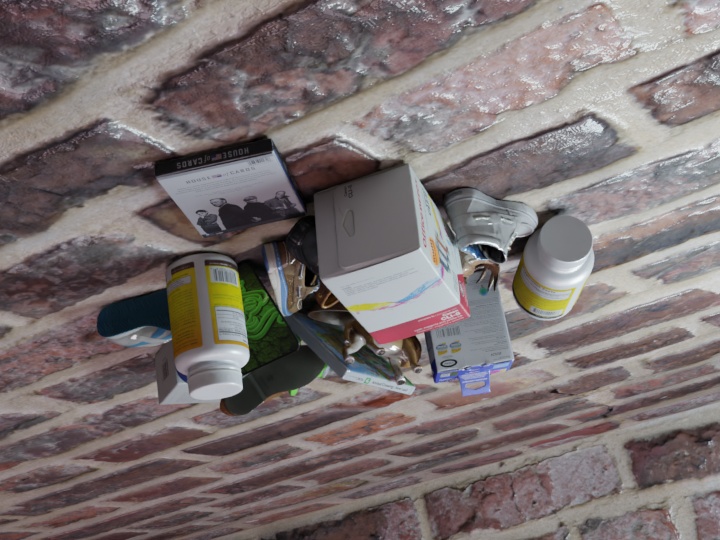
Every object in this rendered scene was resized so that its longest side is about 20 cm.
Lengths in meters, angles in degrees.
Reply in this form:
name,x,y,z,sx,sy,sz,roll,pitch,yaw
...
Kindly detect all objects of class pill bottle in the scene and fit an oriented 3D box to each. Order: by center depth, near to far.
name,x,y,z,sx,sy,sz,roll,pitch,yaw
pill bottle,-0.223,0.083,1.566,0.109,0.200,0.109,-9,159,-3
pill bottle,0.310,-0.006,1.704,0.111,0.111,0.200,-8,156,-6

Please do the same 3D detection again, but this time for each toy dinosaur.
name,x,y,z,sx,sy,sz,roll,pitch,yaw
toy dinosaur,0.148,0.004,1.707,0.200,0.086,0.136,-19,165,35

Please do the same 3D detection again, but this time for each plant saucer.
name,x,y,z,sx,sy,sz,roll,pitch,yaw
plant saucer,0.011,0.072,1.813,0.200,0.035,0.200,5,169,1

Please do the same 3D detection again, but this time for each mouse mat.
name,x,y,z,sx,sy,sz,roll,pitch,yaw
mouse mat,-0.200,0.087,1.678,0.200,0.161,0.008,-28,-173,36

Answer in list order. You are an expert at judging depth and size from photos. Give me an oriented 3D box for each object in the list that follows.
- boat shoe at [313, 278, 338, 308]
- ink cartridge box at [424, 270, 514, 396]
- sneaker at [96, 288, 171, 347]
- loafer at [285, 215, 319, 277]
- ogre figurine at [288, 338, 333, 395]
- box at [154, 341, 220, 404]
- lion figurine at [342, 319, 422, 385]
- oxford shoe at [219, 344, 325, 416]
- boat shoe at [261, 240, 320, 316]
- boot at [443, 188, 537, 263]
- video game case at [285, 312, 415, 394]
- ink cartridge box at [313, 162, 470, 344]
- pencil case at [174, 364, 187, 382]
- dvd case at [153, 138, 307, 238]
name,x,y,z,sx,sy,sz,roll,pitch,yaw
boat shoe,-0.001,0.000,1.640,0.072,0.068,0.200,11,151,-43
ink cartridge box,0.179,0.110,1.821,0.136,0.200,0.076,-9,159,-3
sneaker,-0.312,0.078,1.693,0.200,0.077,0.081,-6,159,15
loafer,-0.047,-0.024,1.514,0.068,0.070,0.201,-51,157,-2
ogre figurine,-0.130,0.149,1.870,0.200,0.120,0.098,16,115,-39
box,-0.257,0.177,1.933,0.200,0.098,0.124,2,156,-27
lion figurine,0.034,0.120,1.778,0.072,0.123,0.200,-41,128,20
oxford shoe,-0.150,0.180,1.767,0.200,0.071,0.071,-25,177,-28
boat shoe,-0.099,0.015,1.628,0.072,0.072,0.200,-11,159,-1
boot,0.198,-0.051,1.561,0.200,0.096,0.074,11,150,-44
video game case,-0.023,0.138,1.826,0.182,0.200,0.022,20,105,-46
ink cartridge box,0.043,-0.019,1.451,0.145,0.145,0.200,-18,145,17
pencil case,-0.232,0.119,1.770,0.087,0.078,0.200,23,133,-23
dvd case,-0.161,-0.102,1.367,0.150,0.025,0.200,-12,158,5
